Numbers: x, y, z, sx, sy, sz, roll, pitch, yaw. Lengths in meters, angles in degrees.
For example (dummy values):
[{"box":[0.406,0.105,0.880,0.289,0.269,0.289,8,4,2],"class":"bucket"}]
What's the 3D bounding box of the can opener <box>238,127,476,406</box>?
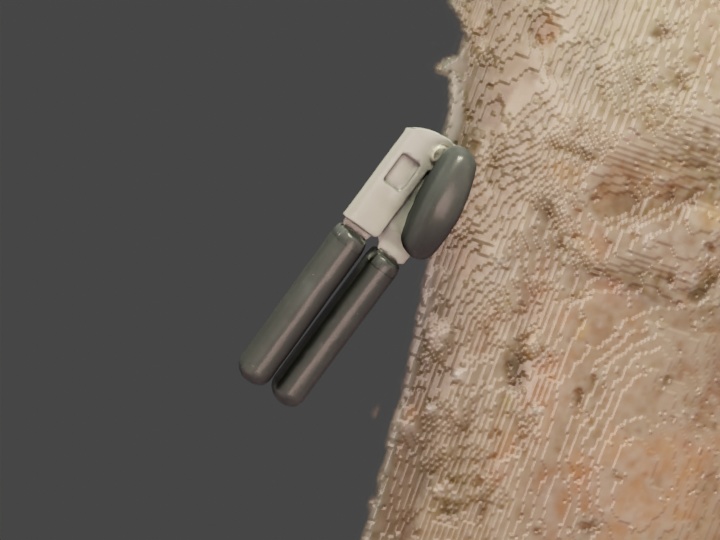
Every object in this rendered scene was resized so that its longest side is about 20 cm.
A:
[{"box":[0.000,0.000,1.314,0.053,0.067,0.200,34,96,-17],"class":"can opener"}]
